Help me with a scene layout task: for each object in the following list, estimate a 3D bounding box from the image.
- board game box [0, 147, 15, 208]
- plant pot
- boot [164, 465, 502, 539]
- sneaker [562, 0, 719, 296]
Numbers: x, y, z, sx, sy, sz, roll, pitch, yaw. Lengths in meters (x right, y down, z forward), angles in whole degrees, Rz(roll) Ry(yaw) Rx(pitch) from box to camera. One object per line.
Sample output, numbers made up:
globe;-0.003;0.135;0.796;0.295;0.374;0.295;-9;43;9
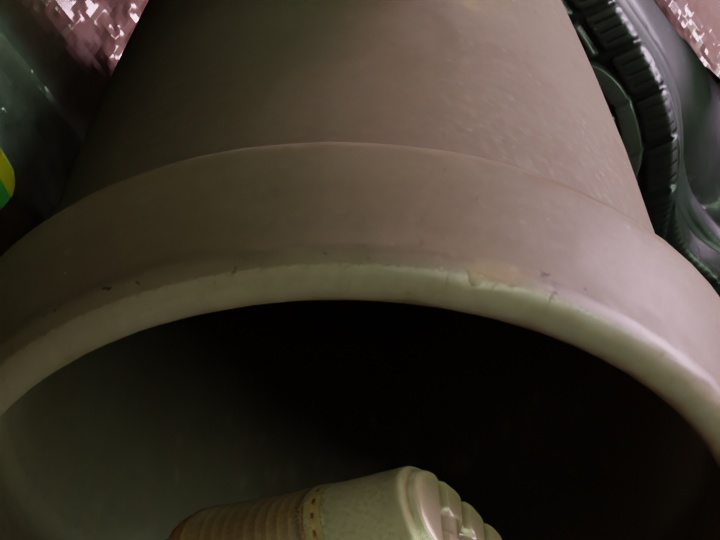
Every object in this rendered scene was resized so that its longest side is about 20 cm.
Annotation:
board game box;-0.165;-0.010;0.672;0.200;0.030;0.096;-41;109;-42
plant pot;0.000;0.000;0.742;0.200;0.200;0.175;37;39;-34
boot;-0.006;0.136;0.709;0.200;0.166;0.072;49;25;-28
sneaker;0.090;-0.034;0.922;0.200;0.076;0.091;60;35;-26
